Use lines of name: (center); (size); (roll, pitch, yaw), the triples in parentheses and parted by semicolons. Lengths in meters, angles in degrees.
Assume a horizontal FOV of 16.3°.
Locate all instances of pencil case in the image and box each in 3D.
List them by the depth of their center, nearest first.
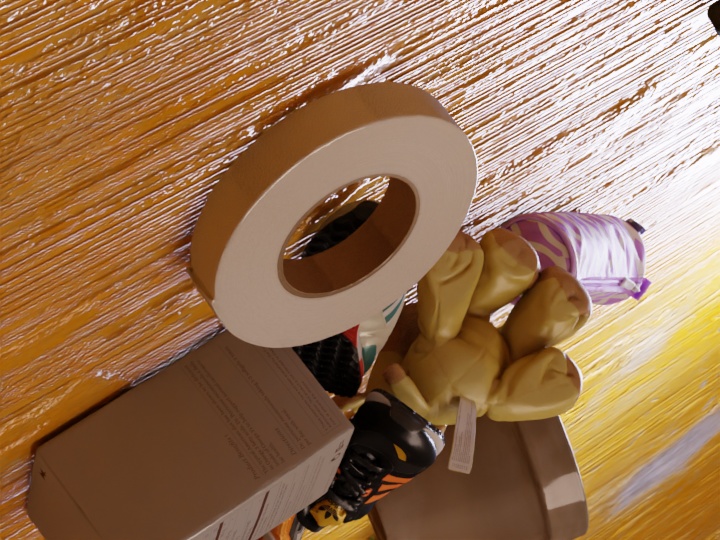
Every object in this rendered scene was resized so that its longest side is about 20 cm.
pencil case: (0.177, -0.005, 2.101); (0.084, 0.086, 0.200); (-49, 160, 20)

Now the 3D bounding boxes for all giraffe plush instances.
giraffe plush: (0.068, 0.075, 1.982); (0.162, 0.172, 0.201); (-23, -143, 63)

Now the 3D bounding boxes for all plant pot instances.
plant pot: (0.085, 0.171, 2.214); (0.172, 0.201, 0.200); (-20, 160, -6)

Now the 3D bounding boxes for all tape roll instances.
tape roll: (-0.016, -0.034, 1.621); (0.202, 0.037, 0.204); (-26, 146, -19)

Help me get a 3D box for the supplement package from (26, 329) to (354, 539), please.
supplement package: (-0.122, 0.142, 1.777); (0.199, 0.117, 0.118); (-32, 163, -24)

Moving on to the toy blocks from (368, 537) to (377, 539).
toy blocks: (0.089, 0.268, 2.604); (0.137, 0.100, 0.200); (-48, 166, -14)

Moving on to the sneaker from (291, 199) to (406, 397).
sneaker: (0.000, 0.000, 1.805); (0.200, 0.070, 0.094); (103, 13, -50)

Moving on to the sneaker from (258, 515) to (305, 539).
sneaker: (-0.065, 0.192, 2.097); (0.077, 0.078, 0.200); (-39, 166, -35)

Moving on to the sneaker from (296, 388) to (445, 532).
sneaker: (0.001, 0.153, 1.872); (0.090, 0.070, 0.200); (-55, -176, -19)

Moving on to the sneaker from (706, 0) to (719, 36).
sneaker: (0.360, -0.189, 1.953); (0.199, 0.091, 0.078); (-2, 162, -31)
